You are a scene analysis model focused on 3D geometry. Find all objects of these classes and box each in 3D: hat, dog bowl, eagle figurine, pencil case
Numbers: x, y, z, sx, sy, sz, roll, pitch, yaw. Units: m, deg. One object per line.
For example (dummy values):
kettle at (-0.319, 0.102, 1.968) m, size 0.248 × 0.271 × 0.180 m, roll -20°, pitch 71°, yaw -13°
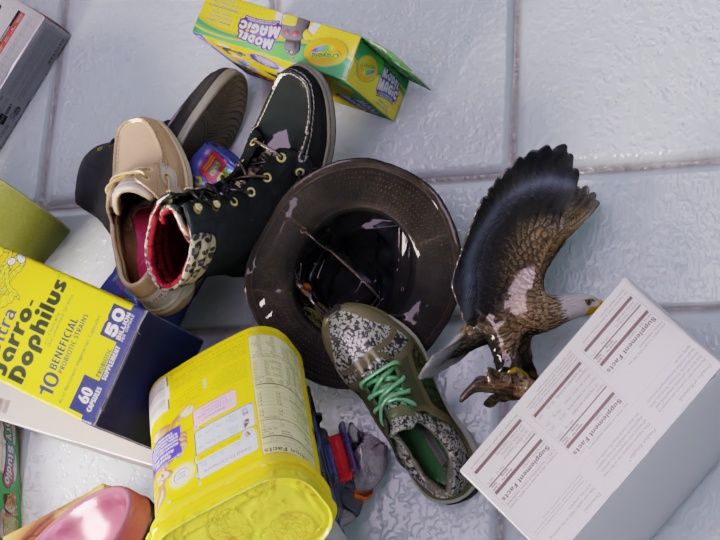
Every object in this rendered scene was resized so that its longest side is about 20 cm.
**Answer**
hat at (0.000, 0.000, 1.652) m, size 0.198 × 0.081 × 0.203 m, roll 1°, pitch 97°, yaw 8°
dog bowl at (-0.229, 0.264, 1.568) m, size 0.199 × 0.074 × 0.201 m, roll -37°, pitch 20°, yaw 16°
eagle figurine at (0.135, 0.011, 1.555) m, size 0.151 × 0.149 × 0.203 m, roll -18°, pitch 70°, yaw 58°
pencil case at (-0.163, -0.023, 1.744) m, size 0.087 × 0.078 × 0.201 m, roll 37°, pitch 92°, yaw 14°

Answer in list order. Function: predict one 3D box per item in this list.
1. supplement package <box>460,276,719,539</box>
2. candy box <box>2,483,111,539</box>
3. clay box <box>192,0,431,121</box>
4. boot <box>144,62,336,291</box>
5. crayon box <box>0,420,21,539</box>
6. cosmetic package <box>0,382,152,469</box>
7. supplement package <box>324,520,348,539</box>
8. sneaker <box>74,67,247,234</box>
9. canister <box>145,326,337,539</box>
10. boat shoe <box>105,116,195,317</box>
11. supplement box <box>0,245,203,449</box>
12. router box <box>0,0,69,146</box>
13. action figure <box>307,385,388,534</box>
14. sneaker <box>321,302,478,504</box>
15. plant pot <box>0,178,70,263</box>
supplement package at (0.204, 0.133, 1.486) m, size 0.200 × 0.156 × 0.111 m, roll -49°, pitch 62°, yaw 4°
candy box at (-0.238, 0.310, 1.695) m, size 0.116 × 0.056 × 0.202 m, roll -28°, pitch 67°, yaw 14°
clay box at (-0.043, -0.193, 1.716) m, size 0.198 × 0.115 × 0.048 m, roll 21°, pitch 85°, yaw 28°
boot at (-0.103, -0.077, 1.629) m, size 0.073 × 0.153 × 0.206 m, roll 30°, pitch 116°, yaw 30°
crayon box at (-0.415, 0.187, 1.809) m, size 0.171 × 0.058 × 0.202 m, roll -14°, pitch 70°, yaw 20°
cosmetic package at (-0.240, 0.142, 1.730) m, size 0.198 × 0.082 × 0.051 m, roll 13°, pitch 78°, yaw 27°
supplement package at (-0.063, 0.343, 1.512) m, size 0.199 × 0.147 × 0.192 m, roll -30°, pitch 100°, yaw 13°
sneaker at (-0.196, -0.123, 1.788) m, size 0.106 × 0.075 × 0.201 m, roll 35°, pitch 92°, yaw 29°
canister at (-0.103, 0.151, 1.534) m, size 0.148 × 0.087 × 0.201 m, roll -29°, pitch 35°, yaw 12°
boat shoe at (-0.194, -0.060, 1.685) m, size 0.073 × 0.069 × 0.202 m, roll -25°, pitch 60°, yaw 20°
supplement box at (-0.260, 0.064, 1.655) m, size 0.198 × 0.109 × 0.110 m, roll 21°, pitch 83°, yaw 29°
router box at (-0.420, -0.205, 1.929) m, size 0.179 × 0.049 × 0.201 m, roll 33°, pitch 90°, yaw 29°
action figure at (-0.066, 0.172, 1.647) m, size 0.191 × 0.105 × 0.202 m, roll -16°, pitch 55°, yaw 12°
sneaker at (0.036, 0.111, 1.576) m, size 0.077 × 0.089 × 0.201 m, roll -37°, pitch 87°, yaw 7°
plant pot at (-0.406, -0.004, 1.775) m, size 0.186 × 0.187 × 0.201 m, roll 28°, pitch 82°, yaw 28°
